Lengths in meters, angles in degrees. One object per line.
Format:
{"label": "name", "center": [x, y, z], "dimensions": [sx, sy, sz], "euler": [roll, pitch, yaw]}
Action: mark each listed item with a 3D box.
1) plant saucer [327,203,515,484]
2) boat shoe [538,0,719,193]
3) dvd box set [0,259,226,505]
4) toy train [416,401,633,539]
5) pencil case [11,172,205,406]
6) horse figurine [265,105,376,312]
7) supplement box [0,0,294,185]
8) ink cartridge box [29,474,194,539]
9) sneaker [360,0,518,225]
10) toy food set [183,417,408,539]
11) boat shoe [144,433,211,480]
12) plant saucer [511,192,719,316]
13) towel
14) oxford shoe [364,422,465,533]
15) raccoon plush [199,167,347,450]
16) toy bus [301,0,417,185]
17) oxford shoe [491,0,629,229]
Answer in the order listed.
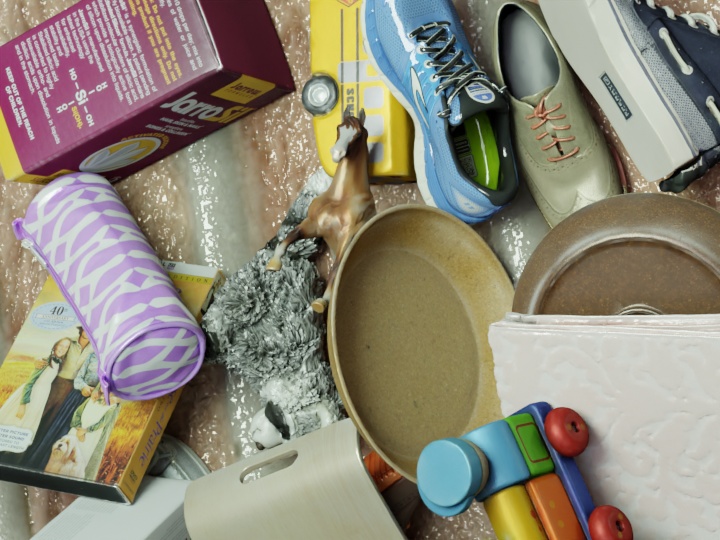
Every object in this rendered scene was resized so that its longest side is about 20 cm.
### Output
{"label": "plant saucer", "center": [0.042, 0.055, 1.247], "dimensions": [0.035, 0.200, 0.201], "euler": [-17, 80, 43]}
{"label": "boat shoe", "center": [0.198, -0.158, 1.233], "dimensions": [0.093, 0.075, 0.200], "euler": [-29, 90, -17]}
{"label": "dvd box set", "center": [-0.201, 0.075, 1.368], "dimensions": [0.146, 0.029, 0.200], "euler": [8, 56, 23]}
{"label": "toy train", "center": [0.114, 0.188, 1.150], "dimensions": [0.085, 0.116, 0.200], "euler": [-34, 72, 37]}
{"label": "pencil case", "center": [-0.188, 0.009, 1.335], "dimensions": [0.200, 0.085, 0.084], "euler": [51, 151, 41]}
{"label": "horse figurine", "center": [0.000, 0.000, 1.285], "dimensions": [0.050, 0.200, 0.133], "euler": [-3, 46, 32]}
{"label": "supplement box", "center": [-0.173, -0.147, 1.374], "dimensions": [0.200, 0.131, 0.103], "euler": [-25, 78, 21]}
{"label": "ink cartridge box", "center": [-0.186, 0.266, 1.293], "dimensions": [0.084, 0.200, 0.176], "euler": [5, 111, 21]}
{"label": "sneaker", "center": [0.066, -0.132, 1.264], "dimensions": [0.089, 0.078, 0.200], "euler": [-8, 106, 65]}
{"label": "toy food set", "center": [-0.018, 0.210, 1.272], "dimensions": [0.143, 0.060, 0.200], "euler": [-23, 108, 21]}
{"label": "boat shoe", "center": [-0.194, 0.143, 1.399], "dimensions": [0.202, 0.065, 0.075], "euler": [38, 101, 20]}
{"label": "plant saucer", "center": [0.195, 0.048, 1.233], "dimensions": [0.200, 0.034, 0.201], "euler": [4, 102, 21]}
{"label": "towel", "center": [0.191, 0.115, 1.207], "dimensions": [0.191, 0.032, 0.200], "euler": [2, 123, 23]}
{"label": "oxford shoe", "center": [0.011, 0.185, 1.321], "dimensions": [0.200, 0.071, 0.073], "euler": [-41, 99, 15]}
{"label": "raccoon plush", "center": [-0.032, 0.038, 1.328], "dimensions": [0.134, 0.097, 0.200], "euler": [33, 99, 13]}
{"label": "toy bus", "center": [0.003, -0.165, 1.334], "dimensions": [0.078, 0.065, 0.201], "euler": [-2, 86, 23]}
{"label": "oxford shoe", "center": [0.133, -0.097, 1.270], "dimensions": [0.070, 0.075, 0.200], "euler": [-25, 79, 17]}
